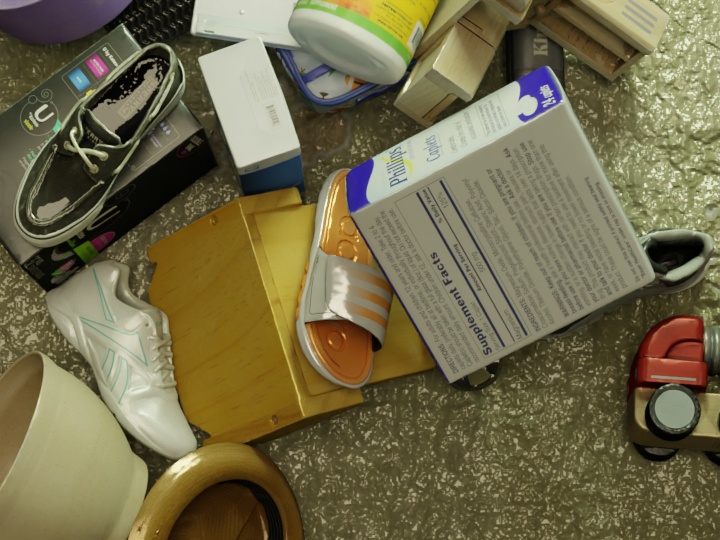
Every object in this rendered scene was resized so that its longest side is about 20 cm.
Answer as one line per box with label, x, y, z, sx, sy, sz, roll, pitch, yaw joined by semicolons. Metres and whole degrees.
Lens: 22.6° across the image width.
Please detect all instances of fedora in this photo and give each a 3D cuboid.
fedora;-0.139;0.246;1.561;0.200;0.082;0.202;3;86;-41

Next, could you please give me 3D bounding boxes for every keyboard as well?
keyboard;-0.051;-0.226;1.623;0.199;0.011;0.057;8;80;0

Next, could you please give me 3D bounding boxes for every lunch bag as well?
lunch bag;0.012;-0.242;1.663;0.199;0.076;0.161;-28;84;-3

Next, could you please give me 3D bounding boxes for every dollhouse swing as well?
dollhouse swing;-0.057;0.040;1.637;0.181;0.176;0.201;-25;79;38

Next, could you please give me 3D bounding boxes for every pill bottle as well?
pill bottle;0.026;-0.274;1.571;0.111;0.111;0.201;25;80;4

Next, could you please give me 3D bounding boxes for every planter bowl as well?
planter bowl;-0.269;0.189;1.547;0.134;0.200;0.201;31;81;-21

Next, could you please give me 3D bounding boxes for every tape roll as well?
tape roll;-0.289;-0.314;1.637;0.199;0.085;0.201;-6;72;20

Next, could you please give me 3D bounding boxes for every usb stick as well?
usb stick;0.162;-0.222;1.679;0.055;0.033;0.201;0;80;-3

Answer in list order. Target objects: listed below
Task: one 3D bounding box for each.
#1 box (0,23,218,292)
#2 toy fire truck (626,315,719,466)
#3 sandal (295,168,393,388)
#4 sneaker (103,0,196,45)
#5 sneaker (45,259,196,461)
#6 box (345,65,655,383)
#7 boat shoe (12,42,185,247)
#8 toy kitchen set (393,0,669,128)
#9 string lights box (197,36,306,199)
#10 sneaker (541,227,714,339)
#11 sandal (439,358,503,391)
box;-0.245;-0.097;1.601;0.200;0.149;0.124;-38;82;-6
toy fire truck;0.332;0.062;1.597;0.175;0.129;0.201;5;69;1
sandal;-0.007;-0.003;1.555;0.079;0.059;0.207;18;62;-31
sneaker;-0.150;-0.278;1.677;0.200;0.090;0.070;-28;106;20
sneaker;-0.199;0.079;1.601;0.080;0.070;0.201;-37;79;8
box;0.114;-0.038;1.508;0.199;0.105;0.184;-27;114;8
boat shoe;-0.222;-0.108;1.495;0.071;0.064;0.200;36;83;3
toy kitchen set;0.167;-0.202;1.553;0.180;0.163;0.200;33;61;-11
string lights box;-0.091;-0.122;1.579;0.059;0.200;0.103;-19;80;-4
sneaker;0.222;0.001;1.600;0.199;0.116;0.075;-21;83;-3
sandal;0.095;0.008;1.631;0.079;0.057;0.202;1;87;11
